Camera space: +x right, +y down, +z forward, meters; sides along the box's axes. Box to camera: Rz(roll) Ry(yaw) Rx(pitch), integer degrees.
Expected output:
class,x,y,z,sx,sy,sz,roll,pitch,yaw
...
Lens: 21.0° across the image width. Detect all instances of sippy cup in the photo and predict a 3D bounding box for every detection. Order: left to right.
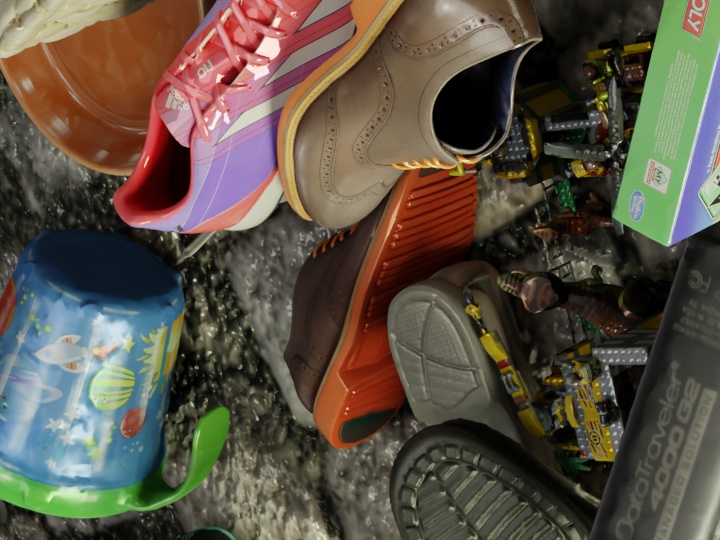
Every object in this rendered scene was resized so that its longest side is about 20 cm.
class,x,y,z,sx,sy,sz,roll,pitch,yaw
sippy cup,-0.163,0.052,1.124,0.140,0.177,0.131,-98,26,-61

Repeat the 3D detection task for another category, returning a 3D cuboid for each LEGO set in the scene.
class,x,y,z,sx,sy,sz,roll,pitch,yaw
LEGO set,0.096,0.008,0.839,0.153,0.116,0.201,8,113,43

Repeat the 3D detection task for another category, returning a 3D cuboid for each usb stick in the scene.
class,x,y,z,sx,sy,sz,roll,pitch,yaw
usb stick,0.125,0.080,0.761,0.055,0.033,0.201,26,107,37

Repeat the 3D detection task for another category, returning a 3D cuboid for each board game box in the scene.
class,x,y,z,sx,sy,sz,roll,pitch,yaw
board game box,0.161,-0.118,0.706,0.029,0.134,0.201,32,128,32

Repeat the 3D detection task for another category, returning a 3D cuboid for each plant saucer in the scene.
class,x,y,z,sx,sy,sz,roll,pitch,yaw
plant saucer,-0.143,-0.153,1.076,0.200,0.032,0.201,20,120,39

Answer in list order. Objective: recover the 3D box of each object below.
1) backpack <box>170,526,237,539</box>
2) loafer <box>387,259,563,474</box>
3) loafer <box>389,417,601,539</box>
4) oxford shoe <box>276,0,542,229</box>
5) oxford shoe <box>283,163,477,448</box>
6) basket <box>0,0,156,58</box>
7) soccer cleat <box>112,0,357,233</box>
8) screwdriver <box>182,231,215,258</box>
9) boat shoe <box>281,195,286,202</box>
class,x,y,z,sx,sy,sz,roll,pitch,yaw
backpack,-0.130,0.270,1.165,0.176,0.153,0.200,59,145,1
loafer,0.072,0.092,0.950,0.072,0.063,0.201,-6,106,41
loafer,0.092,0.134,0.884,0.200,0.071,0.073,42,111,-16
oxford shoe,0.018,-0.065,0.831,0.073,0.071,0.200,58,150,18
oxford shoe,0.000,0.000,0.972,0.073,0.071,0.201,46,134,28
basket,-0.096,-0.223,0.875,0.198,0.200,0.161,-30,87,48
soccer cleat,-0.053,-0.091,0.871,0.068,0.073,0.200,55,137,28
screwdriver,-0.033,-0.061,0.938,0.028,0.029,0.200,36,136,-14
boat shoe,-0.017,-0.111,0.945,0.070,0.064,0.200,31,129,-9
